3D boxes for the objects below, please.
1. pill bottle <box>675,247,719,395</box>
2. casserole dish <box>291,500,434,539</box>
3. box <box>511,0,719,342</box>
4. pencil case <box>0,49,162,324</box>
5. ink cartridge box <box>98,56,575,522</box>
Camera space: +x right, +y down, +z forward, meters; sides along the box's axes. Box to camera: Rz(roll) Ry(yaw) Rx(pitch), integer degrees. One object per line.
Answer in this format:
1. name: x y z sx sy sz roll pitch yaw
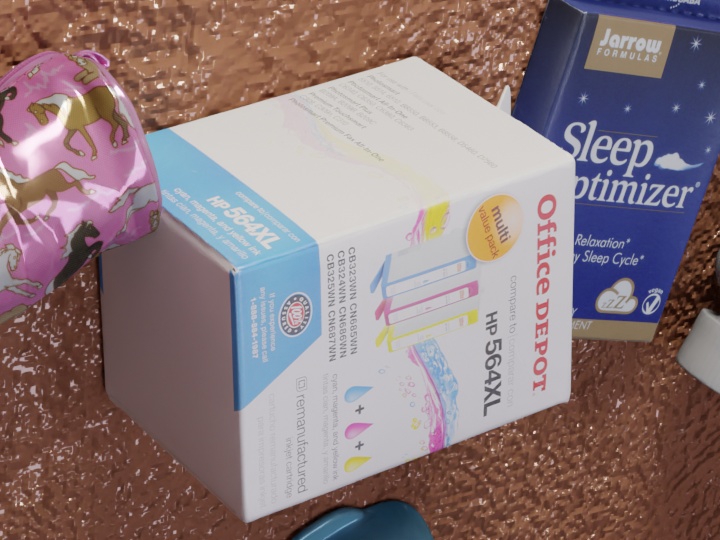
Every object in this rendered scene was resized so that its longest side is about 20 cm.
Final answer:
1. pill bottle: 0.249 -0.017 1.423 0.109 0.109 0.201 23 99 -43
2. casserole dish: 0.007 0.208 1.414 0.121 0.039 0.201 -31 129 -21
3. box: 0.123 -0.062 1.355 0.121 0.032 0.201 3 111 -38
4. pencil case: -0.176 -0.014 1.118 0.199 0.083 0.087 -29 140 -21
5. ink cartridge box: 0.000 0.000 1.230 0.199 0.125 0.129 -19 124 -28
